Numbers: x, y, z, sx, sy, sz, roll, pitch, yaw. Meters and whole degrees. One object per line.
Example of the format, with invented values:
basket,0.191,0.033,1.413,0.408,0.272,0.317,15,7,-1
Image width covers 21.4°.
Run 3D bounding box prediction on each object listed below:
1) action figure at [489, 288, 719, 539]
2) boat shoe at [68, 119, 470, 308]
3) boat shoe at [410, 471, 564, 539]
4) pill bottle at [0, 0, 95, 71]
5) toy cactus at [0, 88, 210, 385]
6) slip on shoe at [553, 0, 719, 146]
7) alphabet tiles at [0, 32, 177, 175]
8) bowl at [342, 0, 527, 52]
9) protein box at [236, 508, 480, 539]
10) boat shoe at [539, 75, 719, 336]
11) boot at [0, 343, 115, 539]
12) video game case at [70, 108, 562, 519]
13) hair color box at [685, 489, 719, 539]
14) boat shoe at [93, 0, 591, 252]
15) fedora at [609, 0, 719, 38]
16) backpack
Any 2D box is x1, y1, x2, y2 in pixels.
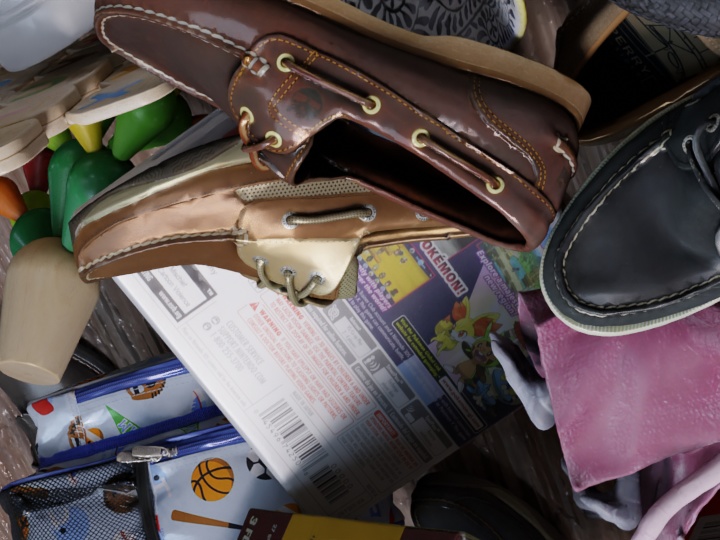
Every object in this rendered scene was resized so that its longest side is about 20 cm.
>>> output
action figure,0.159,0.025,0.755,0.200,0.149,0.134,-26,149,10
boat shoe,-0.021,-0.023,0.795,0.076,0.199,0.074,69,-175,-85
boat shoe,0.086,0.197,1.051,0.074,0.073,0.200,-12,122,43
pill bottle,-0.180,-0.190,0.820,0.112,0.113,0.200,-14,120,43
toy cactus,-0.135,-0.023,0.928,0.102,0.166,0.200,25,155,-31
slip on shoe,0.141,-0.107,0.713,0.076,0.061,0.200,47,140,-14
alphabet tiles,-0.154,-0.072,0.843,0.195,0.200,0.015,-16,109,21
bowl,-0.022,-0.158,0.732,0.200,0.094,0.201,15,164,4
protein box,0.048,0.210,0.842,0.200,0.135,0.198,29,163,-24
boat shoe,0.150,-0.041,0.687,0.199,0.066,0.075,-27,83,10
boot,-0.182,0.147,1.114,0.200,0.174,0.069,45,140,-12
video game case,0.000,0.000,0.870,0.182,0.023,0.200,-34,110,7
hair color box,0.225,0.206,0.939,0.061,0.102,0.200,-16,118,46
boat shoe,-0.014,-0.066,0.730,0.199,0.071,0.070,18,165,7
fedora,0.104,-0.136,0.585,0.200,0.092,0.201,30,161,11
backpack,-0.076,0.116,1.006,0.190,0.200,0.155,-8,90,13
